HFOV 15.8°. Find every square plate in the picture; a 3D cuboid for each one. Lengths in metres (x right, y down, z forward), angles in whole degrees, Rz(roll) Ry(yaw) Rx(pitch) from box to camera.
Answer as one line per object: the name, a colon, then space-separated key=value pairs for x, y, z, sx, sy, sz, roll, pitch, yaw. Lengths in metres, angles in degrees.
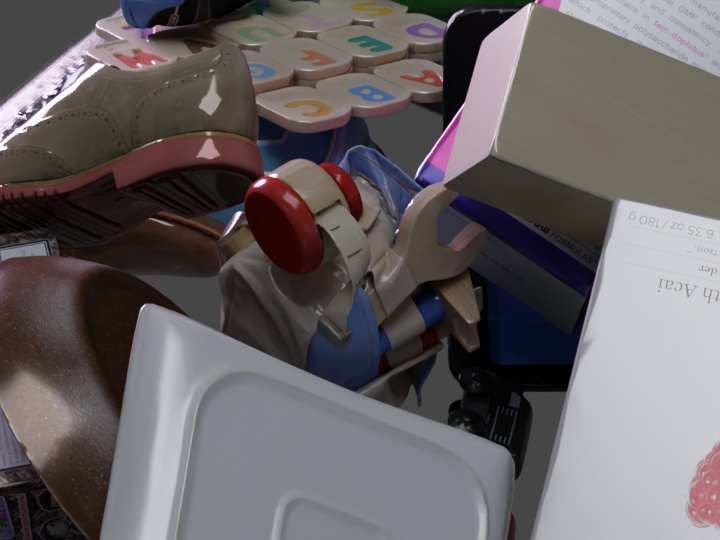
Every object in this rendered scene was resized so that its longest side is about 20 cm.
square plate: x=-0.017 y=0.130 z=1.084 sx=0.199 sy=0.028 sz=0.199 roll=23 pitch=57 yaw=-26

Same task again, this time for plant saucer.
plant saucer: x=-0.089 y=0.067 z=1.149 sx=0.037 sy=0.200 sz=0.201 roll=-37 pitch=44 yaw=16

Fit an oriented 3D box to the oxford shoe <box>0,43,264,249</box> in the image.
oxford shoe: x=-0.130 y=-0.058 z=1.240 sx=0.199 sy=0.070 sz=0.075 roll=-10 pitch=69 yaw=27

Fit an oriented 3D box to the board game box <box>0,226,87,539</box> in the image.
board game box: x=-0.222 y=0.082 z=1.191 sx=0.199 sy=0.097 sz=0.160 roll=-9 pitch=45 yaw=-10

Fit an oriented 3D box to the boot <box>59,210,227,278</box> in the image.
boot: x=-0.161 y=-0.002 z=1.316 sx=0.199 sy=0.074 sz=0.076 roll=4 pitch=68 yaw=4

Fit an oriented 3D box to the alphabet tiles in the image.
alphabet tiles: x=-0.045 y=-0.120 z=1.409 sx=0.199 sy=0.015 sz=0.195 roll=-16 pitch=30 yaw=-36

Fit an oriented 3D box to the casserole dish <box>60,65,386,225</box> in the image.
casserole dish: x=-0.085 y=-0.070 z=1.391 sx=0.199 sy=0.039 sz=0.121 roll=3 pitch=44 yaw=4

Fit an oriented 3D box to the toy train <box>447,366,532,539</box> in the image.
toy train: x=0.050 y=0.124 z=1.198 sx=0.046 sy=0.034 sz=0.201 roll=16 pitch=45 yaw=1

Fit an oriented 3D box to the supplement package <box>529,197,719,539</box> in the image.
supplement package: x=0.145 y=0.091 z=1.114 sx=0.121 sy=0.120 sz=0.201 roll=12 pitch=73 yaw=11

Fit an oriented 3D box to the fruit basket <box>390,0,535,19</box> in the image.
fruit basket: x=0.097 y=-0.258 z=1.498 sx=0.214 sy=0.156 sz=0.216 roll=-11 pitch=44 yaw=10

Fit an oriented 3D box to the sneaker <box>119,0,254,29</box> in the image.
sneaker: x=-0.067 y=-0.182 z=1.459 sx=0.082 sy=0.071 sz=0.200 roll=6 pitch=27 yaw=19

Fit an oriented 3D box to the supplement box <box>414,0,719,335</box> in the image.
supplement box: x=0.120 y=-0.085 z=1.260 sx=0.101 sy=0.103 sz=0.200 roll=34 pitch=79 yaw=7

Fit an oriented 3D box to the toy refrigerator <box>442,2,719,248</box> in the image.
toy refrigerator: x=0.144 y=-0.043 z=1.167 sx=0.199 sy=0.070 sz=0.076 roll=20 pitch=74 yaw=-14

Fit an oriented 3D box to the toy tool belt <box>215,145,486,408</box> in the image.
toy tool belt: x=0.000 y=0.000 z=1.206 sx=0.123 sy=0.200 sz=0.125 roll=-33 pitch=62 yaw=-27

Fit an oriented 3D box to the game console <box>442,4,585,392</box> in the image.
game console: x=0.142 y=-0.040 z=1.311 sx=0.199 sy=0.177 sz=0.116 roll=0 pitch=16 yaw=-1
